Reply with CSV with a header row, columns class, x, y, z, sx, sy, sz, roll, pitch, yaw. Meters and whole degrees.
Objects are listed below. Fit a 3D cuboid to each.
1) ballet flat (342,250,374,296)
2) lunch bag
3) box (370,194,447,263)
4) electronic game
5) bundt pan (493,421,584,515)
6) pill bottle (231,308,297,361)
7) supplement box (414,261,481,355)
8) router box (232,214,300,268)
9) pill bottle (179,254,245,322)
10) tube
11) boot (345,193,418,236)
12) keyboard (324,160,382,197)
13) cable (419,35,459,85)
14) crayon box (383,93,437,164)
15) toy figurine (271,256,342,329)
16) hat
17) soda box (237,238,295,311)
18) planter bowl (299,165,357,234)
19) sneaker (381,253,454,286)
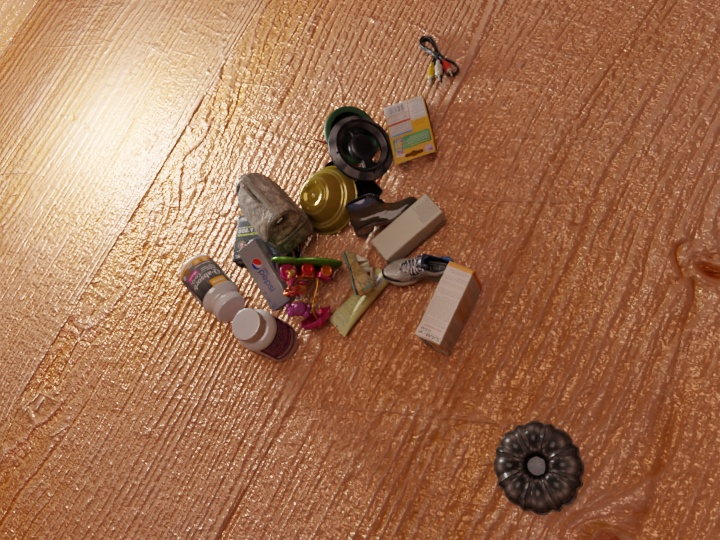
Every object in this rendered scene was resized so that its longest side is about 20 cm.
class,x,y,z,sx,sy,sz,roll,pitch,yaw
ballet flat,0.000,0.000,1.659,0.070,0.071,0.201,-32,30,7
lunch bag,-0.248,-0.167,1.714,0.139,0.168,0.200,-40,62,-5
box,0.132,-0.105,1.675,0.200,0.068,0.082,-40,61,4
electronic game,0.002,-0.351,1.782,0.198,0.042,0.202,6,72,-18
bundt pan,0.389,0.431,1.368,0.200,0.076,0.204,-7,67,18
pill bottle,-0.255,0.168,1.647,0.111,0.200,0.114,-7,68,18
supplement box,0.219,0.096,1.532,0.073,0.126,0.201,22,79,26
router box,-0.273,-0.094,1.832,0.198,0.062,0.152,-6,67,19
pill bottle,-0.430,0.052,1.807,0.117,0.116,0.200,-48,61,-1
tube,0.000,0.080,1.672,0.052,0.058,0.200,41,91,-14
boot,0.055,-0.177,1.706,0.198,0.097,0.075,-27,20,11
keyboard,-0.032,-0.256,1.824,0.104,0.040,0.200,-33,58,-20
cable,0.232,-0.639,1.849,0.096,0.050,0.202,-16,66,11
crayon box,0.146,-0.396,1.790,0.124,0.052,0.202,-16,65,15
toy figurine,-0.147,0.065,1.673,0.150,0.198,0.186,164,110,-64
hat,-0.057,-0.395,1.887,0.200,0.176,0.166,46,72,-7
soda box,-0.260,0.010,1.742,0.068,0.063,0.201,-34,85,18
planter bowl,-0.112,-0.207,1.767,0.199,0.083,0.203,-4,83,33
sneaker,0.151,-0.012,1.606,0.197,0.085,0.078,-5,67,7
